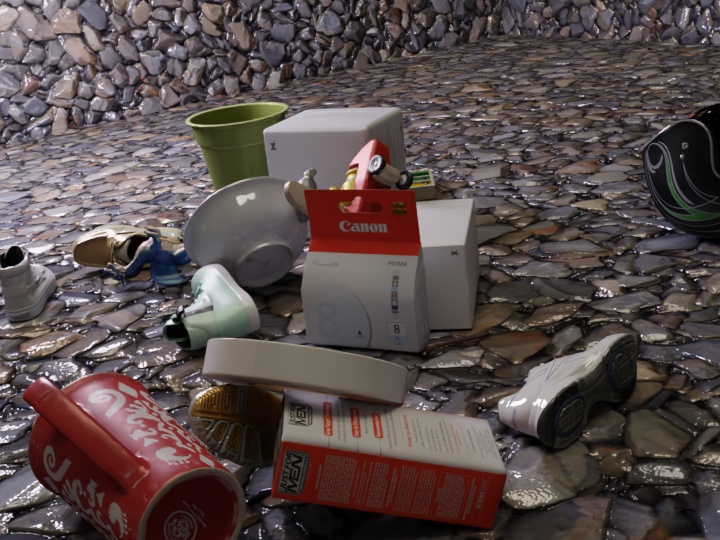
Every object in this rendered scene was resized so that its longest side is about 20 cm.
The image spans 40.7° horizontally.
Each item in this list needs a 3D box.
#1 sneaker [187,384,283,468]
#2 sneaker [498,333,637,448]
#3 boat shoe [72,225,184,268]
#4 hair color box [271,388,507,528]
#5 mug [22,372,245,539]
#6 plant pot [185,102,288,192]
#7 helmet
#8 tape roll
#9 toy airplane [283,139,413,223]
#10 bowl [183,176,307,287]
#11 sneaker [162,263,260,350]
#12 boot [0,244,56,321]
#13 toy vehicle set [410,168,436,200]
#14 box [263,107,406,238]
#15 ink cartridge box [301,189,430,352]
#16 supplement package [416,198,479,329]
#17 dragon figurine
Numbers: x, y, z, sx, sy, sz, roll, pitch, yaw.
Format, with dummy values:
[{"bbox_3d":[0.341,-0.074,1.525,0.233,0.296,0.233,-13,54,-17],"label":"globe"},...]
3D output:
[{"bbox_3d":[-0.100,0.156,0.964,0.087,0.076,0.200,2,-13,45],"label":"sneaker"},{"bbox_3d":[0.224,0.114,1.029,0.200,0.075,0.087,-23,21,-38],"label":"sneaker"},{"bbox_3d":[-0.394,-0.038,1.642,0.199,0.074,0.066,-7,15,0],"label":"boat shoe"},{"bbox_3d":[0.023,0.169,0.880,0.199,0.061,0.102,11,19,-6],"label":"hair color box"},{"bbox_3d":[-0.218,0.186,0.877,0.177,0.134,0.200,17,5,-43],"label":"mug"},{"bbox_3d":[-0.225,-0.214,1.893,0.199,0.191,0.200,-7,19,2],"label":"plant pot"},{"bbox_3d":[0.531,-0.141,1.441,0.200,0.191,0.200,-29,-8,-4],"label":"helmet"},{"bbox_3d":[-0.053,0.102,0.950,0.202,0.037,0.203,9,-11,2],"label":"tape roll"},{"bbox_3d":[-0.016,-0.076,1.467,0.199,0.201,0.141,-31,25,-33],"label":"toy airplane"},{"bbox_3d":[-0.157,-0.039,1.456,0.200,0.201,0.091,-15,54,-22],"label":"bowl"},{"bbox_3d":[-0.230,0.049,1.351,0.118,0.074,0.200,-18,22,-23],"label":"sneaker"},{"bbox_3d":[-0.535,0.002,1.550,0.073,0.096,0.200,-11,20,-10],"label":"boot"},{"bbox_3d":[0.044,-0.159,1.890,0.199,0.027,0.124,-6,20,1],"label":"toy vehicle set"},{"bbox_3d":[-0.037,-0.173,1.707,0.198,0.201,0.171,3,20,23],"label":"box"},{"bbox_3d":[0.000,0.000,1.220,0.160,0.201,0.047,3,22,26],"label":"ink cartridge box"},{"bbox_3d":[0.097,-0.012,1.335,0.119,0.122,0.200,-3,20,11],"label":"supplement package"},{"bbox_3d":[-0.308,-0.012,1.563,0.199,0.100,0.059,8,15,-15],"label":"dragon figurine"}]
